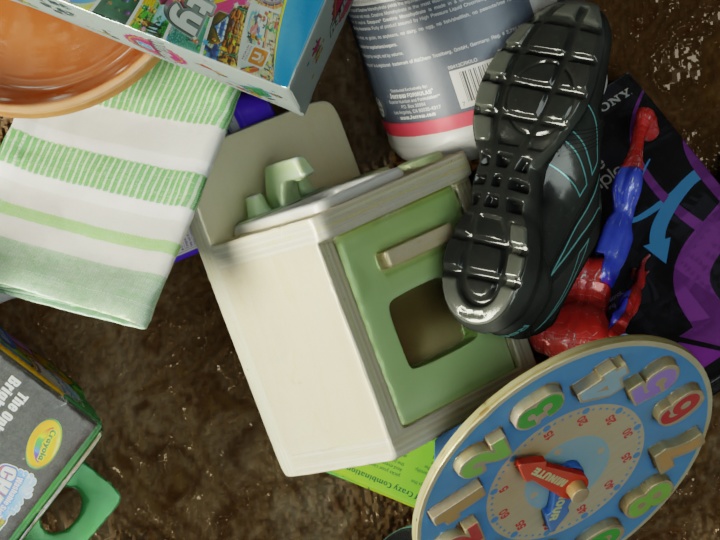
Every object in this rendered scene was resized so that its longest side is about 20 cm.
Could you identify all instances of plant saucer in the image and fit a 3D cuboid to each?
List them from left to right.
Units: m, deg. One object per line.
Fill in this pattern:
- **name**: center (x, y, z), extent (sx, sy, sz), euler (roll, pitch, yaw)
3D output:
- **plant saucer**: center (-0.188, -0.185, 1.579), extent (0.199, 0.032, 0.201), euler (-1, 77, 6)

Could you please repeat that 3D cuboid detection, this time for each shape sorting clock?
- **shape sorting clock**: center (0.119, 0.117, 1.570), extent (0.199, 0.039, 0.200), euler (-18, 140, -16)

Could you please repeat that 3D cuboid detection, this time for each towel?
- **towel**: center (-0.149, -0.073, 1.573), extent (0.023, 0.152, 0.201), euler (43, 65, -54)

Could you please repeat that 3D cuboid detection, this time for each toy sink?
- **toy sink**: center (0.000, 0.000, 1.572), extent (0.130, 0.112, 0.201), euler (-24, 96, -40)

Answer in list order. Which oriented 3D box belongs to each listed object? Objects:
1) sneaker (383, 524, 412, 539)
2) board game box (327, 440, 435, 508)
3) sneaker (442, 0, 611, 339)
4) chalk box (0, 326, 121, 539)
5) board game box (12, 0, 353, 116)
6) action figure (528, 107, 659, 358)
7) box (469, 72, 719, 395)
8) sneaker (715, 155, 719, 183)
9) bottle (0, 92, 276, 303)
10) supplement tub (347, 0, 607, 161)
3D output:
- **sneaker**: center (0.042, 0.267, 1.739), extent (0.140, 0.078, 0.200), euler (24, 102, -19)
- **board game box**: center (0.065, 0.104, 1.684), extent (0.199, 0.048, 0.102), euler (22, 96, 8)
- **sneaker**: center (0.103, -0.056, 1.554), extent (0.079, 0.075, 0.201), euler (24, 83, -51)
- **chalk box**: center (-0.238, 0.096, 1.612), extent (0.200, 0.124, 0.125), euler (40, 89, -18)
- **board game box**: center (-0.096, -0.193, 1.522), extent (0.199, 0.064, 0.148), euler (21, 82, 11)
- **action figure**: center (0.139, -0.004, 1.622), extent (0.065, 0.052, 0.201), euler (9, 60, 8)
- **box**: center (0.166, -0.009, 1.671), extent (0.143, 0.036, 0.200), euler (-33, 69, -13)
- **sneaker**: center (0.309, -0.100, 1.733), extent (0.088, 0.074, 0.200), euler (33, 101, -17)
- **bottle**: center (-0.137, -0.039, 1.639), extent (0.199, 0.065, 0.084), euler (-24, 102, -8)
- **supplement tub**: center (0.057, -0.176, 1.621), extent (0.140, 0.140, 0.201), euler (-21, 104, -9)
